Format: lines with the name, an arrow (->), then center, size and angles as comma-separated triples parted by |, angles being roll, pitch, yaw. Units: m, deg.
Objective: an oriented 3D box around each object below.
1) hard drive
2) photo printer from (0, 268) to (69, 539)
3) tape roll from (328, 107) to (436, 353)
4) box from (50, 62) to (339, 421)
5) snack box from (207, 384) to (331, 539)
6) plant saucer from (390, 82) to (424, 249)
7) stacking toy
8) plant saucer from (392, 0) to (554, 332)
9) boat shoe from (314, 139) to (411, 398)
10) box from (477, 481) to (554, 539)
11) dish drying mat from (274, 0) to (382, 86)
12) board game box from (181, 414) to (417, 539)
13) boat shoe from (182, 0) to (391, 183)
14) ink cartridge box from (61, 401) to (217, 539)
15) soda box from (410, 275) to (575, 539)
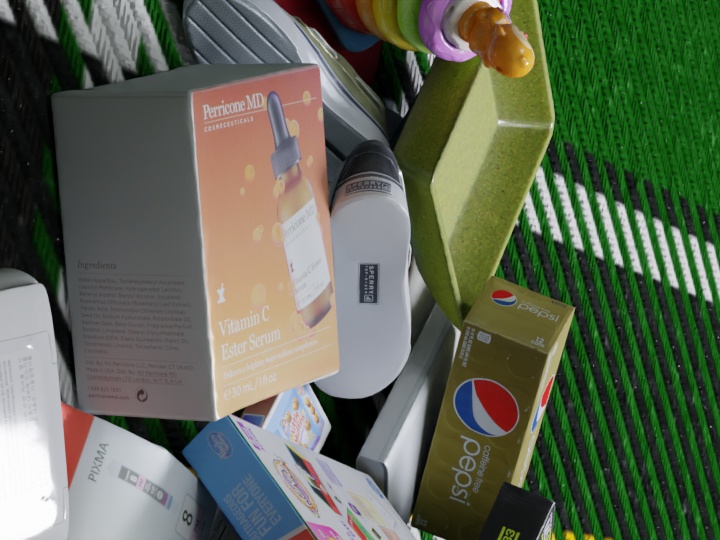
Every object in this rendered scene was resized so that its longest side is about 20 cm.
hard drive -> 0.046, 0.105, 1.836 | 0.132, 0.027, 0.201 | 90, 23, -49
photo printer -> -0.245, 0.093, 1.340 | 0.200, 0.069, 0.168 | -14, 101, -57
tape roll -> -0.003, -0.019, 1.778 | 0.202, 0.037, 0.205 | -7, 98, -59
box -> -0.099, -0.021, 1.548 | 0.152, 0.106, 0.202 | -20, 109, -57
snack box -> -0.077, 0.157, 1.673 | 0.201, 0.024, 0.072 | -63, 142, -35
plant saucer -> 0.029, -0.056, 1.777 | 0.201, 0.019, 0.070 | -60, 140, -37
stacking toy -> 0.056, -0.180, 1.655 | 0.110, 0.200, 0.116 | -40, 133, -9
plant saucer -> 0.076, -0.089, 1.762 | 0.200, 0.048, 0.201 | 74, 35, -56
boat shoe -> 0.000, 0.000, 1.662 | 0.068, 0.071, 0.201 | -88, 180, -46
box -> 0.084, 0.276, 1.783 | 0.200, 0.047, 0.194 | 84, 27, -63
dish drying mat -> -0.037, -0.203, 1.729 | 0.200, 0.018, 0.077 | 39, 60, -53
board game box -> -0.015, 0.179, 1.621 | 0.040, 0.153, 0.200 | -44, 147, 10
boat shoe -> -0.050, -0.133, 1.658 | 0.200, 0.072, 0.062 | 47, 30, -36
ink cartridge box -> -0.169, 0.169, 1.499 | 0.200, 0.057, 0.164 | 52, 49, -53
soda box -> 0.095, 0.108, 1.805 | 0.064, 0.067, 0.201 | -56, 163, -51
